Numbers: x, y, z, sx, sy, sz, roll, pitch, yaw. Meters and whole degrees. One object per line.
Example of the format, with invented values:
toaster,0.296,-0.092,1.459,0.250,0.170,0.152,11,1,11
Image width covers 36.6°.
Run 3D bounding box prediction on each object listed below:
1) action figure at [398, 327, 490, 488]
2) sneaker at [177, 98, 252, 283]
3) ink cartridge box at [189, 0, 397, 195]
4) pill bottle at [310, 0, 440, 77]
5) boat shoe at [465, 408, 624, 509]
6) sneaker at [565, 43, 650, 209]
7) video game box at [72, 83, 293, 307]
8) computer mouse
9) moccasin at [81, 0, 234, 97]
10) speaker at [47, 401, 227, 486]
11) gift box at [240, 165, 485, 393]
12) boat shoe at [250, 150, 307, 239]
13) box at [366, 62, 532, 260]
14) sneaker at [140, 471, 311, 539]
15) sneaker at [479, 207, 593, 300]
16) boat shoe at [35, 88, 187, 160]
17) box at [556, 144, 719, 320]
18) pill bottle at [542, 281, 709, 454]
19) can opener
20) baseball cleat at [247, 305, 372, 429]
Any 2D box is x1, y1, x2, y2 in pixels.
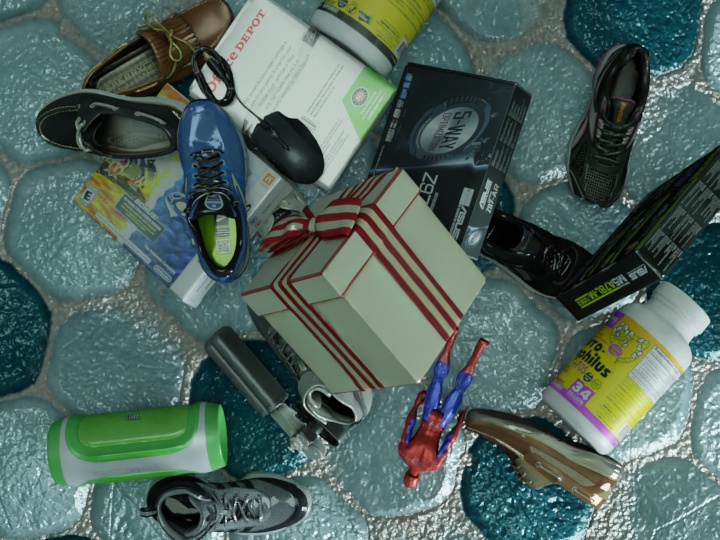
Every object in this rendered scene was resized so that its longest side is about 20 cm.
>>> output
action figure,0.094,0.168,1.301,0.065,0.052,0.202,23,94,5
sneaker,-0.153,-0.085,1.172,0.078,0.089,0.202,-10,94,-6
ink cartridge box,-0.079,-0.206,1.282,0.199,0.084,0.146,35,90,-1
pill bottle,0.040,-0.336,1.270,0.112,0.112,0.201,35,89,0
boat shoe,0.212,0.224,1.290,0.199,0.076,0.072,23,92,1
sneaker,0.294,-0.176,1.285,0.080,0.086,0.202,9,90,1
video game box,-0.209,-0.089,1.271,0.200,0.047,0.183,39,87,19
computer mouse,-0.117,-0.175,1.223,0.200,0.034,0.059,43,94,-1
moccasin,-0.239,-0.259,1.284,0.200,0.078,0.074,-27,88,-1
speaker,-0.260,0.204,1.279,0.198,0.088,0.089,-6,90,-1
gift box,0.000,0.000,1.185,0.187,0.184,0.201,48,52,-20
boat shoe,-0.092,-0.060,1.291,0.072,0.066,0.201,-33,90,0
box,0.093,-0.129,1.262,0.159,0.043,0.202,20,90,38
sneaker,-0.157,0.279,1.265,0.198,0.114,0.076,2,90,-1
sneaker,0.201,-0.018,1.282,0.199,0.088,0.076,23,89,-1
boat shoe,-0.288,-0.160,1.242,0.198,0.060,0.074,6,123,13
box,0.326,-0.044,1.204,0.048,0.193,0.200,46,67,-1
pill bottle,0.314,0.110,1.275,0.104,0.104,0.200,43,89,0
can opener,-0.104,0.146,1.305,0.200,0.053,0.066,46,55,-2
baseball cleat,-0.063,0.099,1.269,0.200,0.106,0.070,43,108,2
